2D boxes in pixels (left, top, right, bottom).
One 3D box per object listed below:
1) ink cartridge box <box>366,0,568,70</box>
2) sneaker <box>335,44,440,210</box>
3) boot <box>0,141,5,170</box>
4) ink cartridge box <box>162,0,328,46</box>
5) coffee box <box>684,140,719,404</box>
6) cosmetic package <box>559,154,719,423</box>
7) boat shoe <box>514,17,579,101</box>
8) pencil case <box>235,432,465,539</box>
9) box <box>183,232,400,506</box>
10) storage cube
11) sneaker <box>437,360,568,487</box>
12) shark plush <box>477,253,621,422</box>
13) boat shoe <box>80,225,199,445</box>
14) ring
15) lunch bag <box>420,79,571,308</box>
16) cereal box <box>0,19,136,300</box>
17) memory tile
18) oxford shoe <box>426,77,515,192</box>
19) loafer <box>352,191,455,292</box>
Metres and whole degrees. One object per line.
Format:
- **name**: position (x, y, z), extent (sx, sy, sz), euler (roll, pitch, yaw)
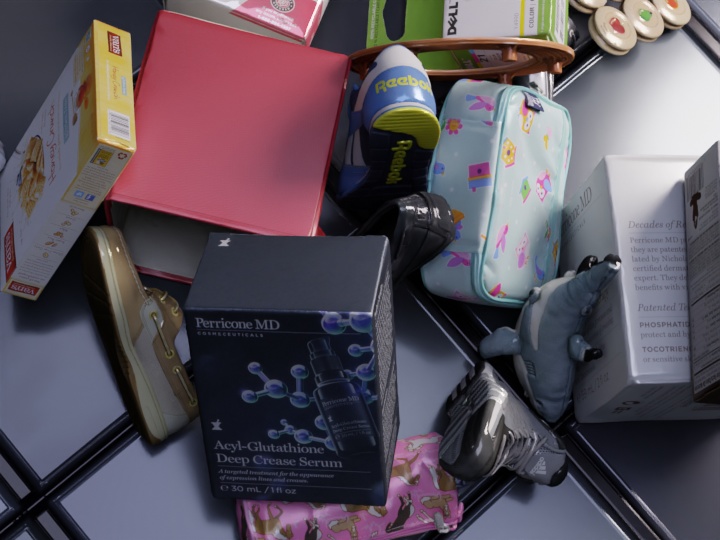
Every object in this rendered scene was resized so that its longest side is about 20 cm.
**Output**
- **ink cartridge box**: position (0.091, -0.263, 1.381), extent (0.198, 0.076, 0.149), euler (-2, 72, 19)
- **sneaker**: position (0.022, -0.113, 1.245), extent (0.073, 0.200, 0.083), euler (-3, 67, -15)
- **boot**: position (-0.382, -0.176, 1.326), extent (0.199, 0.074, 0.096), euler (34, 78, 4)
- **ink cartridge box**: position (-0.085, -0.313, 1.408), extent (0.145, 0.085, 0.201), euler (22, 73, -1)
- **coffee box**: position (0.331, 0.006, 1.195), extent (0.113, 0.080, 0.202), euler (4, 72, -9)
- **cosmetic package**: position (0.280, 0.020, 1.314), extent (0.165, 0.167, 0.202), euler (-1, 72, -9)
- **boat shoe**: position (0.181, -0.233, 1.435), extent (0.066, 0.070, 0.201), euler (1, 65, -7)
- **pencil case**: position (-0.010, 0.199, 1.262), extent (0.198, 0.087, 0.083), euler (-12, 106, -11)
- **box**: position (-0.049, 0.080, 1.190), extent (0.147, 0.201, 0.107), euler (1, 35, 8)
- **storage cube**: position (-0.114, -0.092, 1.290), extent (0.198, 0.171, 0.181), euler (12, 70, -4)
- **sneaker**: position (0.131, 0.148, 1.250), extent (0.115, 0.200, 0.075), euler (39, 106, -4)
- **shark plush**: position (0.189, 0.049, 1.285), extent (0.090, 0.200, 0.084), euler (-7, 56, -37)
- **boat shoe**: position (-0.185, 0.048, 1.259), extent (0.066, 0.074, 0.201), euler (-23, 115, -22)
- **ring**: position (0.086, -0.177, 1.283), extent (0.199, 0.200, 0.019), euler (-2, 89, -9)
- **lunch bag**: position (0.128, -0.068, 1.314), extent (0.077, 0.160, 0.202), euler (8, 88, 35)
- **cereal box**: position (-0.249, -0.090, 1.239), extent (0.039, 0.200, 0.145), euler (17, 42, -30)
- **memory tile**: position (0.236, -0.309, 1.458), extent (0.153, 0.017, 0.201), euler (-26, 77, -41)
- **oxford shoe**: position (0.096, -0.114, 1.390), extent (0.084, 0.072, 0.200), euler (47, 61, -24)
- **loafer**: position (0.000, 0.000, 1.271), extent (0.070, 0.201, 0.068), euler (7, 50, -39)
